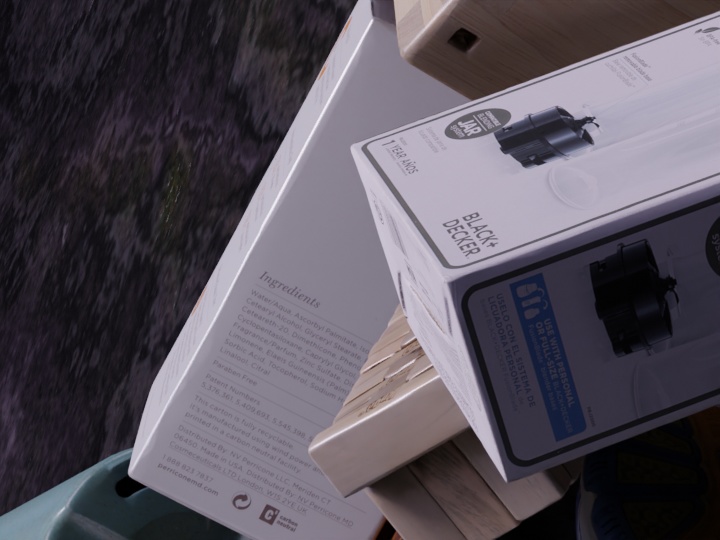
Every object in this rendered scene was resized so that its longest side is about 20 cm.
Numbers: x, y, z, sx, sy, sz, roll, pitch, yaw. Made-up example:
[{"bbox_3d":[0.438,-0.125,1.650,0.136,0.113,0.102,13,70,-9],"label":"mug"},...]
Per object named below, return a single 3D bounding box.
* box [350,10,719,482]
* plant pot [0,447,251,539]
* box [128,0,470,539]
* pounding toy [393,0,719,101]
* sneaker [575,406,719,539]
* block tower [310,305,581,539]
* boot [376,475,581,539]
[{"bbox_3d":[0.109,-0.025,0.761,0.117,0.200,0.060,-124,15,-66],"label":"box"},{"bbox_3d":[-0.115,0.177,1.243,0.196,0.200,0.201,-36,39,48],"label":"plant pot"},{"bbox_3d":[0.000,0.000,1.121,0.200,0.097,0.124,-62,6,12],"label":"box"},{"bbox_3d":[0.095,-0.105,0.926,0.142,0.184,0.200,-46,30,30],"label":"pounding toy"},{"bbox_3d":[0.090,0.121,0.864,0.200,0.075,0.088,-90,20,-50],"label":"sneaker"},{"bbox_3d":[0.049,0.017,0.895,0.054,0.058,0.200,-33,11,30],"label":"block tower"},{"bbox_3d":[0.009,0.154,1.075,0.200,0.068,0.189,137,146,-57],"label":"boot"}]
